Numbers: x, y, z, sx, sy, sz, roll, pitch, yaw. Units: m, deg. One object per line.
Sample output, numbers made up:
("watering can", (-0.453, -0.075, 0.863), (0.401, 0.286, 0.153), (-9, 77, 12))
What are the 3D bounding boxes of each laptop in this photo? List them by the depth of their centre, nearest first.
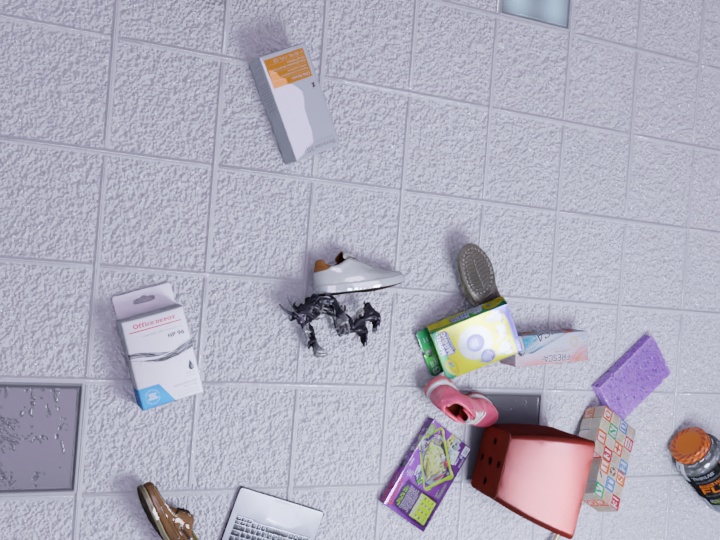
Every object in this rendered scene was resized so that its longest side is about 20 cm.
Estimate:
("laptop", (-0.164, 0.541, 1.508), (0.185, 0.116, 0.203), (24, 82, -23))

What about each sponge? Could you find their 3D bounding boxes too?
("sponge", (0.642, 0.257, 1.902), (0.199, 0.030, 0.112), (-38, 105, -19))

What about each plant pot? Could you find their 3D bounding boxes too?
("plant pot", (0.348, 0.422, 1.696), (0.174, 0.200, 0.203), (17, 84, -14))

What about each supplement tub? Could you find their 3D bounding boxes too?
("supplement tub", (0.843, 0.479, 1.945), (0.200, 0.122, 0.123), (46, 74, -17))

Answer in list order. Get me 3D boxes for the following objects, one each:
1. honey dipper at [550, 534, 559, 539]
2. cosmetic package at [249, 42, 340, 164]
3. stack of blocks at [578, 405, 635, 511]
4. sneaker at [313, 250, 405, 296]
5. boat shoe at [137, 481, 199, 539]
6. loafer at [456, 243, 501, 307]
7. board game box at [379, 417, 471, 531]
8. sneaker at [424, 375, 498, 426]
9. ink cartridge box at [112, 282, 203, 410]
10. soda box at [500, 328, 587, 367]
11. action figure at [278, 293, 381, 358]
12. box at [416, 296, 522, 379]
("honey dipper", (0.475, 0.540, 1.830), (0.038, 0.038, 0.201), (36, 77, -20))
("cosmetic package", (-0.125, -0.315, 1.530), (0.100, 0.071, 0.203), (-25, 101, -21))
("stack of blocks", (0.543, 0.423, 1.814), (0.115, 0.058, 0.202), (36, 59, -21))
("sneaker", (0.000, 0.000, 1.591), (0.197, 0.073, 0.086), (-3, 80, -30))
("boat shoe", (-0.338, 0.458, 1.460), (0.067, 0.072, 0.202), (-30, 112, -24))
("loafer", (0.249, 0.036, 1.702), (0.075, 0.068, 0.202), (-28, 106, -16))
("board game box", (0.137, 0.426, 1.685), (0.120, 0.032, 0.201), (40, 75, -23))
("sneaker", (0.216, 0.294, 1.668), (0.199, 0.087, 0.074), (28, 109, -30))
("ink cartridge box", (-0.363, 0.132, 1.437), (0.115, 0.068, 0.203), (-16, 97, -23))
("soda box", (0.407, 0.169, 1.779), (0.197, 0.063, 0.070), (-2, 92, -24))
("action figure", (-0.058, 0.102, 1.546), (0.198, 0.119, 0.103), (9, 55, -31))
("box", (0.224, 0.145, 1.669), (0.197, 0.048, 0.119), (-21, 109, 3))
